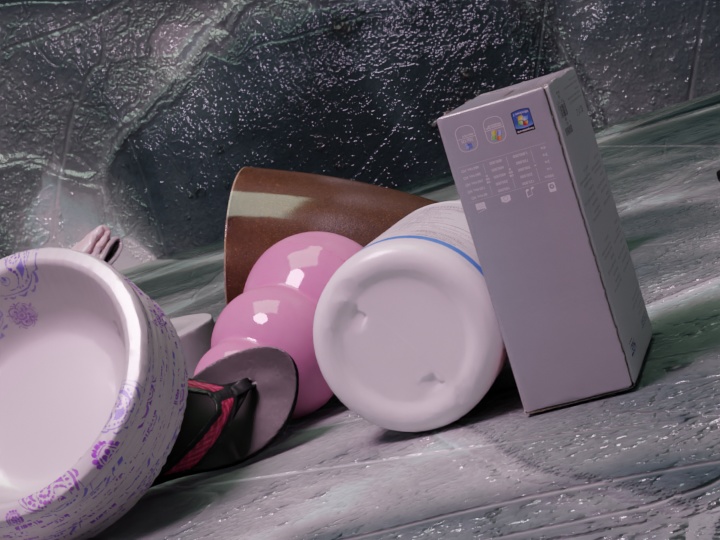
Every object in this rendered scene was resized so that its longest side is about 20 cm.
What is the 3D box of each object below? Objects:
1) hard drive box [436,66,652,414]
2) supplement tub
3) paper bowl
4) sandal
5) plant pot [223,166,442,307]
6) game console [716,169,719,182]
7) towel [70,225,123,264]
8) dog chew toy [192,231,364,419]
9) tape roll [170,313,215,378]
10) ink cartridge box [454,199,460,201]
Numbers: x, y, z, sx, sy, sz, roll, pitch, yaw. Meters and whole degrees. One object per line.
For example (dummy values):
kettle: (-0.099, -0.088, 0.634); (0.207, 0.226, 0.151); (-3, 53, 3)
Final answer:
hard drive box: (0.128, -0.025, 1.145); (0.077, 0.201, 0.156); (-16, 6, 16)
supplement tub: (0.052, 0.027, 1.214); (0.132, 0.132, 0.200); (-15, 6, 16)
paper bowl: (-0.210, 0.094, 1.170); (0.200, 0.201, 0.104); (-15, -32, 19)
sandal: (-0.133, 0.114, 1.214); (0.200, 0.075, 0.045); (-25, -22, -5)
plant pot: (0.000, 0.000, 1.494); (0.199, 0.188, 0.187); (-1, 9, 9)
game console: (0.460, -0.163, 1.780); (0.170, 0.119, 0.200); (-17, 6, -1)
towel: (-0.295, 0.068, 1.479); (0.191, 0.032, 0.200); (-34, 22, 47)
dog chew toy: (-0.057, 0.057, 1.325); (0.124, 0.125, 0.200); (-12, 24, 40)
tape roll: (-0.220, 0.103, 1.558); (0.202, 0.071, 0.202); (-16, 7, 2)
ink cartridge box: (0.129, -0.026, 1.652); (0.147, 0.086, 0.200); (-22, 9, -39)
